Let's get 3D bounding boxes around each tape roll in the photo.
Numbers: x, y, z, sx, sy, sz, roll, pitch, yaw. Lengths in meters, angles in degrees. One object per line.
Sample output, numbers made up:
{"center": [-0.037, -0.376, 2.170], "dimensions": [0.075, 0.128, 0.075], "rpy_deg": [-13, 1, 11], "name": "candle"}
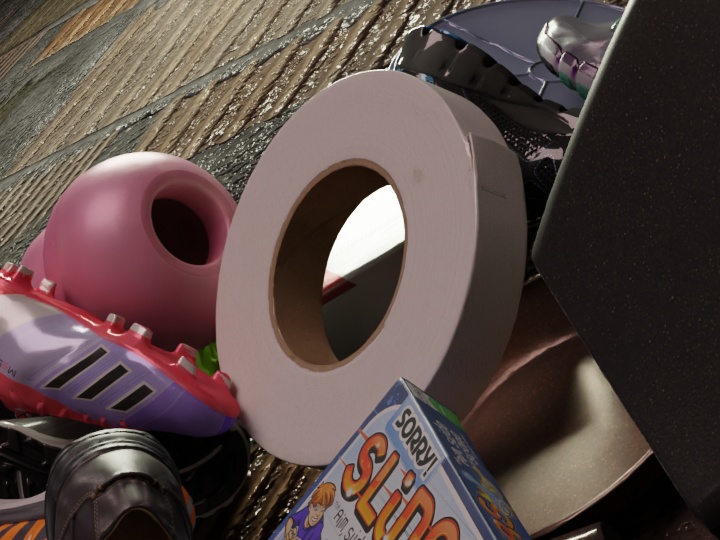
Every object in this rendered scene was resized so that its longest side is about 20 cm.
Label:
{"center": [0.000, 0.000, 0.739], "dimensions": [0.202, 0.037, 0.204], "rpy_deg": [-21, 61, 45], "name": "tape roll"}

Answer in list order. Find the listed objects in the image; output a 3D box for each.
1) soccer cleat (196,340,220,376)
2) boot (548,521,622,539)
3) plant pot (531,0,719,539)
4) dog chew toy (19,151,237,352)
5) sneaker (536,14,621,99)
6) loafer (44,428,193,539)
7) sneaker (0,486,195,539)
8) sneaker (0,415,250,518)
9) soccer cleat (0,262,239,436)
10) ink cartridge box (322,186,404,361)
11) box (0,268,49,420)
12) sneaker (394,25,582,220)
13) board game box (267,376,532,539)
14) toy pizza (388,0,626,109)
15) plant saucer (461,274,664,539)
{"center": [-0.123, 0.081, 0.952], "dimensions": [0.081, 0.068, 0.200], "rpy_deg": [-28, 27, 6], "name": "soccer cleat"}
{"center": [0.051, 0.181, 0.529], "dimensions": [0.146, 0.070, 0.200], "rpy_deg": [-39, 21, 15], "name": "boot"}
{"center": [0.176, -0.009, 0.482], "dimensions": [0.178, 0.199, 0.201], "rpy_deg": [-49, 43, 23], "name": "plant pot"}
{"center": [-0.153, 0.012, 0.909], "dimensions": [0.200, 0.124, 0.125], "rpy_deg": [-34, 19, 46], "name": "dog chew toy"}
{"center": [0.177, -0.111, 0.779], "dimensions": [0.200, 0.074, 0.088], "rpy_deg": [41, 115, 44], "name": "sneaker"}
{"center": [-0.090, 0.169, 0.593], "dimensions": [0.072, 0.202, 0.072], "rpy_deg": [-12, 12, -14], "name": "loafer"}
{"center": [-0.171, 0.162, 0.682], "dimensions": [0.199, 0.078, 0.112], "rpy_deg": [-28, 25, 28], "name": "sneaker"}
{"center": [-0.155, 0.113, 0.830], "dimensions": [0.198, 0.075, 0.079], "rpy_deg": [-6, 2, 5], "name": "sneaker"}
{"center": [-0.150, 0.054, 0.785], "dimensions": [0.199, 0.067, 0.077], "rpy_deg": [24, 86, 27], "name": "soccer cleat"}
{"center": [0.012, -0.014, 0.907], "dimensions": [0.145, 0.084, 0.200], "rpy_deg": [-32, 25, 17], "name": "ink cartridge box"}
{"center": [-0.238, 0.086, 0.950], "dimensions": [0.038, 0.201, 0.136], "rpy_deg": [-23, 15, -29], "name": "box"}
{"center": [0.097, -0.051, 0.780], "dimensions": [0.082, 0.199, 0.073], "rpy_deg": [-62, -17, 4], "name": "sneaker"}
{"center": [0.011, 0.140, 0.537], "dimensions": [0.136, 0.034, 0.200], "rpy_deg": [-51, 25, 9], "name": "board game box"}
{"center": [0.114, -0.108, 0.895], "dimensions": [0.198, 0.032, 0.201], "rpy_deg": [-2, 37, 1], "name": "toy pizza"}
{"center": [0.089, 0.069, 0.702], "dimensions": [0.200, 0.037, 0.201], "rpy_deg": [-32, 25, 17], "name": "plant saucer"}
